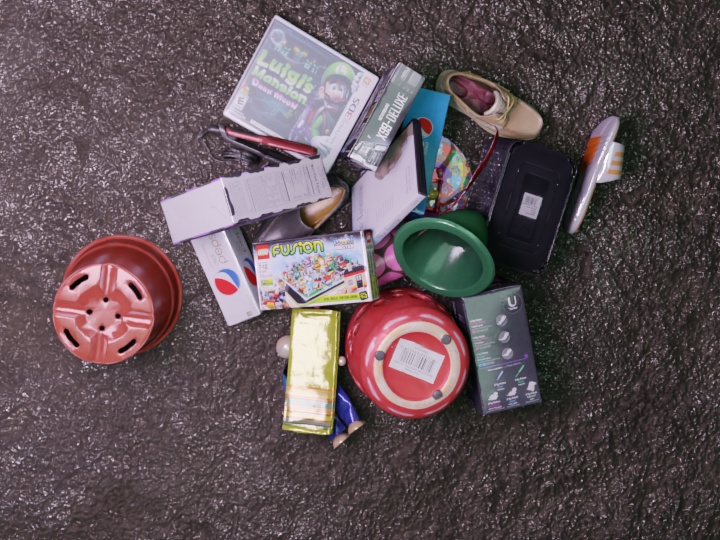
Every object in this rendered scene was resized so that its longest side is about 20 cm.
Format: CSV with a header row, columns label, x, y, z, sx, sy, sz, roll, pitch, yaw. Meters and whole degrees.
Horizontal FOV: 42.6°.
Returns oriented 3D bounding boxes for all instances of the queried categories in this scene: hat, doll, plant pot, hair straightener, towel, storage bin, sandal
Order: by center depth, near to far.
label,x,y,z,sx,sy,sz,roll,pitch,yaw
plant pot,-0.385,0.052,1.436,0.198,0.195,0.204,-1,97,-6
hat,0.167,-0.080,1.468,0.166,0.199,0.177,44,52,-19
hair straightener,-0.172,-0.184,1.499,0.197,0.041,0.078,12,116,-6
plant pot,0.076,0.140,1.508,0.197,0.183,0.203,-1,99,-5
towel,-0.080,0.164,1.512,0.085,0.018,0.203,3,84,10
storage bin,0.257,-0.108,1.526,0.134,0.094,0.202,15,96,-22
doll,-0.071,0.190,1.543,0.136,0.048,0.201,-43,79,25
sandal,0.405,-0.157,1.565,0.058,0.079,0.209,16,103,-9

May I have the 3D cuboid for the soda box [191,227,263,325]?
label,x,y,z,sx,sy,sz,roll,pitch,yaw
soda box,-0.218,-0.018,1.504,0.063,0.068,0.202,-21,99,16

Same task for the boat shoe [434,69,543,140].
label,x,y,z,sx,sy,sz,roll,pitch,yaw
boat shoe,0.217,-0.271,1.530,0.198,0.066,0.075,21,94,-8

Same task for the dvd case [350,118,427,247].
label,x,y,z,sx,sy,sz,roll,pitch,yaw
dvd case,0.040,-0.124,1.442,0.017,0.200,0.144,15,55,-26

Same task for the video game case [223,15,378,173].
label,x,y,z,sx,sy,sz,roll,pitch,yaw
video game case,-0.097,-0.286,1.515,0.198,0.023,0.183,29,93,-9

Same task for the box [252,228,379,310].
label,x,y,z,sx,sy,sz,roll,pitch,yaw
box,-0.072,0.000,1.453,0.198,0.035,0.112,-6,94,24

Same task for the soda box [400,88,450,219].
label,x,y,z,sx,sy,sz,roll,pitch,yaw
soda box,0.091,-0.188,1.497,0.067,0.064,0.203,13,84,1

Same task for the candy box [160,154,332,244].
label,x,y,z,sx,sy,sz,roll,pitch,yaw
candy box,-0.170,-0.108,1.393,0.199,0.167,0.072,-21,95,-43

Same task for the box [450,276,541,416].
label,x,y,z,sx,sy,sz,roll,pitch,yaw
box,0.224,0.123,1.550,0.105,0.122,0.203,-12,98,-4

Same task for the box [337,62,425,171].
label,x,y,z,sx,sy,sz,roll,pitch,yaw
box,0.029,-0.235,1.445,0.049,0.200,0.159,28,94,-8

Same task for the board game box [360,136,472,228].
label,x,y,z,sx,sy,sz,roll,pitch,yaw
board game box,0.095,-0.136,1.545,0.199,0.039,0.159,-37,99,-1

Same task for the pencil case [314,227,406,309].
label,x,y,z,sx,sy,sz,roll,pitch,yaw
pencil case,0.000,0.000,1.529,0.198,0.094,0.092,-17,73,-1

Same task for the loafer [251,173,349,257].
label,x,y,z,sx,sy,sz,roll,pitch,yaw
loafer,-0.101,-0.085,1.513,0.200,0.072,0.073,-44,100,1
